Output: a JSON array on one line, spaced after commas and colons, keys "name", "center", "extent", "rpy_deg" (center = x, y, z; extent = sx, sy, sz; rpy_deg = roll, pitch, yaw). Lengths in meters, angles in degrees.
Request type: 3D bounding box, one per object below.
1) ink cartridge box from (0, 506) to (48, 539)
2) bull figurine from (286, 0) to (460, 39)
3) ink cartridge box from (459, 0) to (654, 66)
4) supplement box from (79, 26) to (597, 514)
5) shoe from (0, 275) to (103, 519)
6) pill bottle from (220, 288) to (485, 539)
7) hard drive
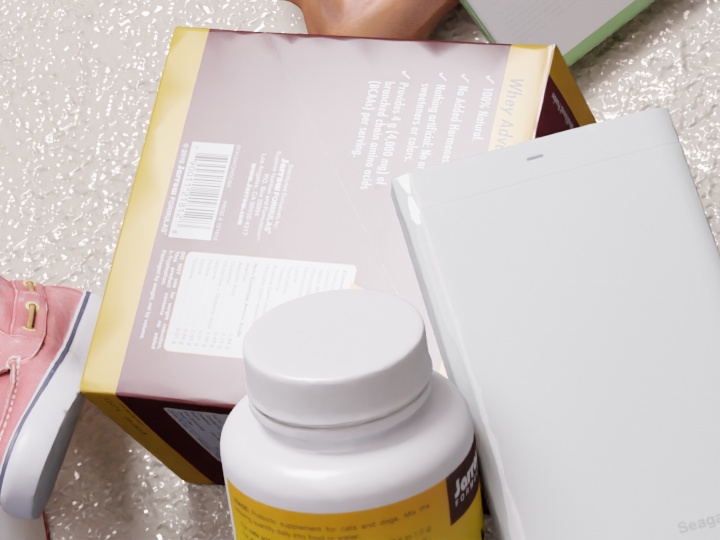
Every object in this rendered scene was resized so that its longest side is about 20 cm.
[{"name": "ink cartridge box", "center": [-0.256, 0.187, 1.326], "extent": [0.199, 0.083, 0.147], "rpy_deg": [-19, 63, 11]}, {"name": "bull figurine", "center": [0.040, -0.184, 1.392], "extent": [0.200, 0.065, 0.121], "rpy_deg": [-40, 56, -3]}, {"name": "ink cartridge box", "center": [0.086, -0.207, 1.311], "extent": [0.145, 0.200, 0.048], "rpy_deg": [-37, 28, 2]}, {"name": "supplement box", "center": [0.000, 0.000, 1.285], "extent": [0.199, 0.133, 0.198], "rpy_deg": [5, 69, 22]}, {"name": "shoe", "center": [-0.181, 0.054, 1.297], "extent": [0.091, 0.200, 0.072], "rpy_deg": [19, 111, -4]}, {"name": "pill bottle", "center": [0.000, 0.113, 1.139], "extent": [0.109, 0.201, 0.109], "rpy_deg": [-6, 28, 3]}, {"name": "hard drive", "center": [0.104, 0.036, 1.160], "extent": [0.131, 0.026, 0.201], "rpy_deg": [-15, 71, -6]}]
